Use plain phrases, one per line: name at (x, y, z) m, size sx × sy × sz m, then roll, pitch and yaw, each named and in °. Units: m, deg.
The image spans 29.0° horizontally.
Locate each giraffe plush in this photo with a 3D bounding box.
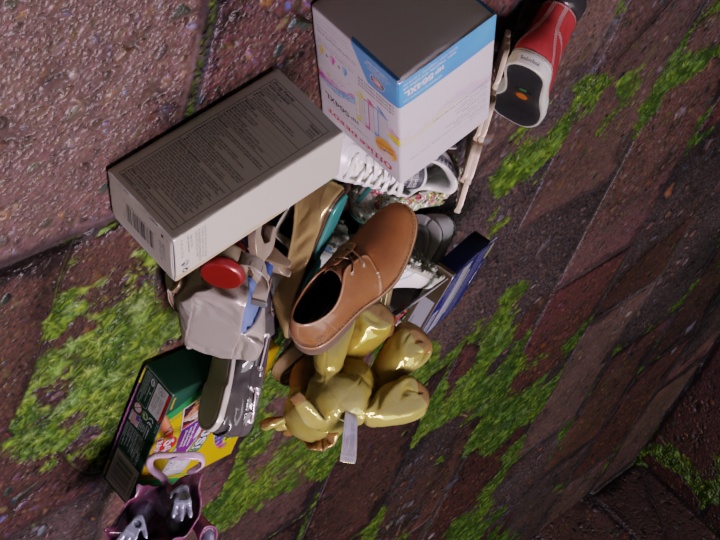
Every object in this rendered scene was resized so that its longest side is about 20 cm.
giraffe plush at (-0.028, 0.143, 1.623) m, size 0.162 × 0.172 × 0.200 m, roll -33°, pitch -150°, yaw 59°

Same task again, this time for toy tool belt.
toy tool belt at (-0.136, -0.002, 1.448) m, size 0.200 × 0.125 × 0.123 m, roll 104°, pitch 0°, yaw -57°

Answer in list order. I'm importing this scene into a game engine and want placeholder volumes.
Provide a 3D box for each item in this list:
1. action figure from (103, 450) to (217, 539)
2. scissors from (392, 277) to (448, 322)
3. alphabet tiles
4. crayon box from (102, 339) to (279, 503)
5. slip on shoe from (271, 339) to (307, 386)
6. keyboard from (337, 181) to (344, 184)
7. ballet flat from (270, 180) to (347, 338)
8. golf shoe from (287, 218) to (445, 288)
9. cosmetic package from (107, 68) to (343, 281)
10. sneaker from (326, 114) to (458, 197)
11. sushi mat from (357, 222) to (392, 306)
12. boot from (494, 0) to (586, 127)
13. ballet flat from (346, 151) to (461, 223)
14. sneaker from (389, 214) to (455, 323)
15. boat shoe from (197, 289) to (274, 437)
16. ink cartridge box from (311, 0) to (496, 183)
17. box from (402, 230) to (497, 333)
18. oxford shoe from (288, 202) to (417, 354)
action figure at (-0.237, 0.287, 1.648) m, size 0.200 × 0.134 × 0.149 m, roll 71°, pitch 23°, yaw -81°
scissors at (0.041, 0.055, 1.670) m, size 0.073 × 0.014 × 0.200 m, roll -24°, pitch 173°, yaw -27°
alphabet tiles at (0.136, -0.171, 1.578) m, size 0.200 × 0.015 × 0.196 m, roll -74°, pitch 179°, yaw -68°
crayon box at (-0.202, 0.169, 1.662) m, size 0.172 × 0.058 × 0.200 m, roll -22°, pitch 148°, yaw -45°
slip on shoe at (-0.046, 0.065, 1.730) m, size 0.200 × 0.061 × 0.076 m, roll -42°, pitch 156°, yaw -26°
keyboard at (0.064, -0.158, 1.596) m, size 0.200 × 0.040 × 0.104 m, roll -30°, pitch 154°, yaw -35°
ballet flat at (-0.068, -0.018, 1.523) m, size 0.069 × 0.063 × 0.200 m, roll -51°, pitch 163°, yaw -59°
golf shoe at (0.000, 0.000, 1.625) m, size 0.200 × 0.078 × 0.097 m, roll 16°, pitch 112°, yaw -27°
cosmetic package at (-0.124, -0.091, 1.298) m, size 0.200 × 0.104 × 0.073 m, roll -33°, pitch 156°, yaw -24°
sneaker at (0.017, -0.119, 1.491) m, size 0.200 × 0.081 × 0.076 m, roll -3°, pitch 141°, yaw -34°
sushi mat at (0.021, -0.026, 1.687) m, size 0.096 × 0.012 × 0.200 m, roll -8°, pitch 116°, yaw -52°
boot at (0.218, -0.261, 1.663) m, size 0.144 × 0.072 × 0.200 m, roll -62°, pitch 175°, yaw -14°
ballet flat at (0.064, -0.107, 1.615) m, size 0.200 × 0.076 × 0.064 m, roll -32°, pitch 165°, yaw -45°
sneaker at (0.057, 0.012, 1.819) m, size 0.200 × 0.076 × 0.080 m, roll -53°, pitch 165°, yaw 21°
boat shoe at (-0.129, 0.090, 1.565) m, size 0.057 × 0.067 × 0.200 m, roll 19°, pitch 84°, yaw -39°
ink cartridge box at (0.044, -0.195, 1.378) m, size 0.125 × 0.129 × 0.200 m, roll -38°, pitch 156°, yaw -17°
box at (0.111, 0.020, 1.795) m, size 0.121 × 0.032 × 0.200 m, roll -61°, pitch 168°, yaw 25°
oxford shoe at (-0.005, 0.000, 1.501) m, size 0.200 × 0.071 × 0.071 m, roll -53°, pitch 158°, yaw -17°
